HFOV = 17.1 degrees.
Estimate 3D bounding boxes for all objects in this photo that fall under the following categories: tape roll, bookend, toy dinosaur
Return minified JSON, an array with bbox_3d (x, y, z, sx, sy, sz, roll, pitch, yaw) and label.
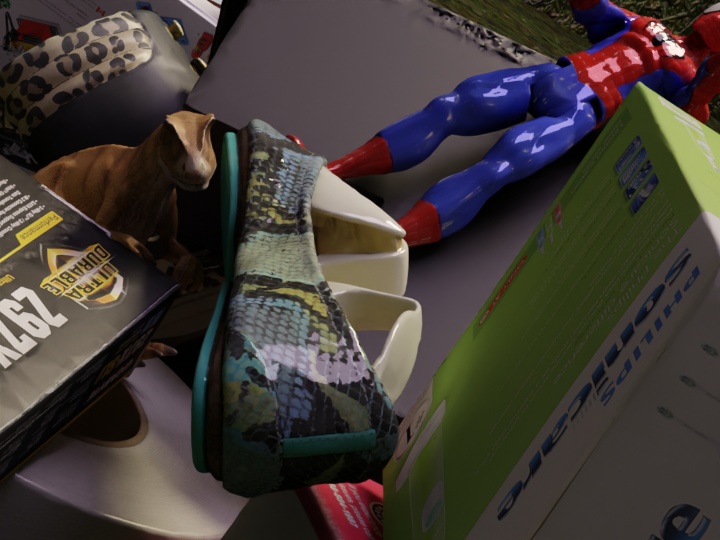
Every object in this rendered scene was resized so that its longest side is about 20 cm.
[{"bbox_3d":[-0.129,0.041,0.831,0.203,0.037,0.203,34,13,-9],"label":"tape roll"},{"bbox_3d":[0.000,0.000,0.898,0.198,0.092,0.200,25,54,3],"label":"bookend"},{"bbox_3d":[-0.104,-0.016,0.845,0.200,0.106,0.060,-7,5,43],"label":"toy dinosaur"}]

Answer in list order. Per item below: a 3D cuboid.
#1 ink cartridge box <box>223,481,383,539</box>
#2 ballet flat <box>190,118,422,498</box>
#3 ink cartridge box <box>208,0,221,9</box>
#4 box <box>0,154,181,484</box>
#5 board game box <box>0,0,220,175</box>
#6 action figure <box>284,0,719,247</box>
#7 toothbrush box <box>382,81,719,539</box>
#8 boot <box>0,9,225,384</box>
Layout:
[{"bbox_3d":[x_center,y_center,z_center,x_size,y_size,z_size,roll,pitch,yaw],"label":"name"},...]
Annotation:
[{"bbox_3d":[0.054,0.155,0.746,0.200,0.083,0.145,27,15,-28],"label":"ink cartridge box"},{"bbox_3d":[-0.015,0.010,0.754,0.074,0.074,0.200,32,24,-17],"label":"ballet flat"},{"bbox_3d":[-0.126,-0.131,1.296,0.200,0.084,0.176,29,11,10],"label":"ink cartridge box"},{"bbox_3d":[-0.165,0.008,0.706,0.160,0.049,0.200,36,29,5],"label":"box"},{"bbox_3d":[-0.149,-0.101,1.085,0.200,0.126,0.035,37,12,3],"label":"board game box"},{"bbox_3d":[0.072,-0.071,0.850,0.200,0.099,0.065,-24,67,-29],"label":"action figure"},{"bbox_3d":[0.077,0.048,0.648,0.086,0.146,0.200,32,13,-7],"label":"toothbrush box"},{"bbox_3d":[-0.042,-0.049,1.017,0.203,0.074,0.154,-22,72,-26],"label":"boot"}]
